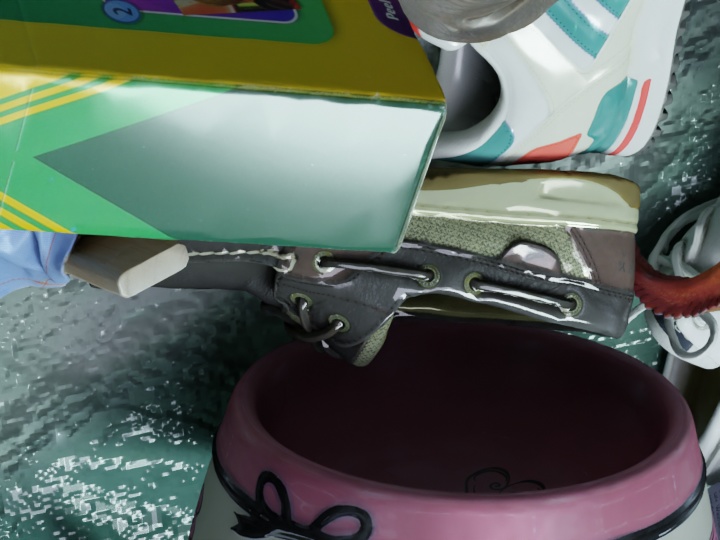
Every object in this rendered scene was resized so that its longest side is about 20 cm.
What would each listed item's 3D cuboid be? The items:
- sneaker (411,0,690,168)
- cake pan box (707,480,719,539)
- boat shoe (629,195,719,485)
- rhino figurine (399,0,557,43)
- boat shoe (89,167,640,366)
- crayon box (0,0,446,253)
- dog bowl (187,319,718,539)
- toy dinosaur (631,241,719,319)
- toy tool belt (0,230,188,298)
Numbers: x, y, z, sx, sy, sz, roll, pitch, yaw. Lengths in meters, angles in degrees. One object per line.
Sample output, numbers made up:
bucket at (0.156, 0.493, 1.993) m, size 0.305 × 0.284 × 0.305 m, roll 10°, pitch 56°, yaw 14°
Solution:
sneaker at (0.059, -0.111, 0.985) m, size 0.093 × 0.070 × 0.200 m, roll -12°, pitch 136°, yaw -18°
cake pan box at (0.133, 0.194, 1.163) m, size 0.052 × 0.200 × 0.184 m, roll 17°, pitch 140°, yaw -31°
boat shoe at (0.136, 0.012, 1.129) m, size 0.086 × 0.075 × 0.202 m, roll -7°, pitch 141°, yaw -11°
rhino figurine at (0.042, -0.120, 0.859) m, size 0.087 × 0.060 × 0.200 m, roll -21°, pitch 165°, yaw -4°
boat shoe at (0.000, 0.000, 1.040) m, size 0.201 × 0.066 × 0.072 m, roll -3°, pitch 172°, yaw -7°
crayon box at (-0.088, -0.090, 0.861) m, size 0.172 × 0.200 × 0.058 m, roll 3°, pitch 128°, yaw -22°
dog bowl at (0.035, 0.080, 1.071) m, size 0.200 × 0.200 × 0.074 m, roll -5°, pitch 111°, yaw -16°
toy dinosaur at (0.183, -0.022, 0.966) m, size 0.200 × 0.105 × 0.182 m, roll 6°, pitch 137°, yaw 7°
toy tool belt at (-0.163, -0.024, 0.946) m, size 0.200 × 0.123 × 0.125 m, roll -8°, pitch 132°, yaw -13°
